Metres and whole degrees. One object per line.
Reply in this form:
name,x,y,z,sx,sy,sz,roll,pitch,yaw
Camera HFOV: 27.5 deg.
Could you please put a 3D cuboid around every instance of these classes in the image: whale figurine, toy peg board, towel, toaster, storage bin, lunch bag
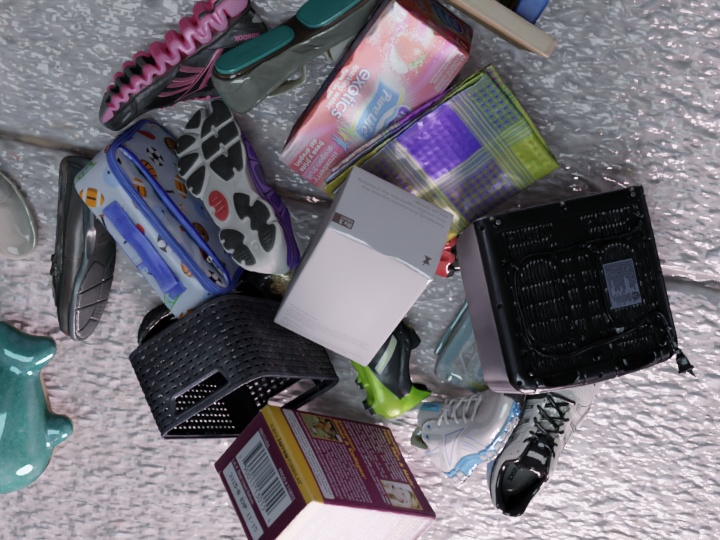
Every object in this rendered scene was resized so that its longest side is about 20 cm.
whale figurine,-0.399,0.160,1.640,0.158,0.104,0.202,21,114,-1
toy peg board,0.100,-0.292,1.339,0.199,0.199,0.098,31,98,-7
towel,0.190,0.066,1.556,0.170,0.048,0.201,28,114,-8
toaster,0.203,0.029,1.435,0.179,0.119,0.202,-12,86,-11
storage bin,-0.127,0.102,1.518,0.135,0.200,0.094,-32,74,19
towel,0.079,-0.093,1.422,0.199,0.023,0.144,-33,122,12
lunch bag,-0.194,-0.048,1.489,0.075,0.160,0.201,-36,101,19

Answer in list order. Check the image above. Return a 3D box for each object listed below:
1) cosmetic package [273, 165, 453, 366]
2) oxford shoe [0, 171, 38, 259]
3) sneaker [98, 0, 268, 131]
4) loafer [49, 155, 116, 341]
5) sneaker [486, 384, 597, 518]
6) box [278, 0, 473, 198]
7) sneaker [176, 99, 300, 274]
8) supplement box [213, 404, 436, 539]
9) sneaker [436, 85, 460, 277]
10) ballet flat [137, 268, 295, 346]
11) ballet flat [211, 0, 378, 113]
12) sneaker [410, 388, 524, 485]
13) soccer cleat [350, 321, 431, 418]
cosmetic package,0.000,0.000,1.418,0.112,0.082,0.200,27,145,-7
oxford shoe,-0.415,-0.091,1.560,0.075,0.058,0.201,-26,109,15
sneaker,-0.170,-0.194,1.468,0.199,0.079,0.096,-37,121,9
loafer,-0.301,-0.026,1.576,0.062,0.072,0.202,19,109,20
sneaker,0.193,0.172,1.530,0.075,0.088,0.202,21,113,-3
box,0.016,-0.173,1.443,0.094,0.103,0.201,35,112,-8
sneaker,-0.122,-0.078,1.489,0.080,0.083,0.202,-31,68,17
supplement box,-0.036,0.234,1.560,0.199,0.131,0.103,17,123,-44
sneaker,0.065,-0.090,1.488,0.097,0.071,0.203,6,115,2
ballet flat,-0.150,0.045,1.583,0.198,0.057,0.067,-23,110,16
ballet flat,-0.053,-0.221,1.438,0.199,0.067,0.064,-32,128,-5
sneaker,0.106,0.162,1.555,0.086,0.075,0.200,31,144,-3
soccer cleat,0.014,0.061,1.572,0.080,0.068,0.202,-24,105,-9
